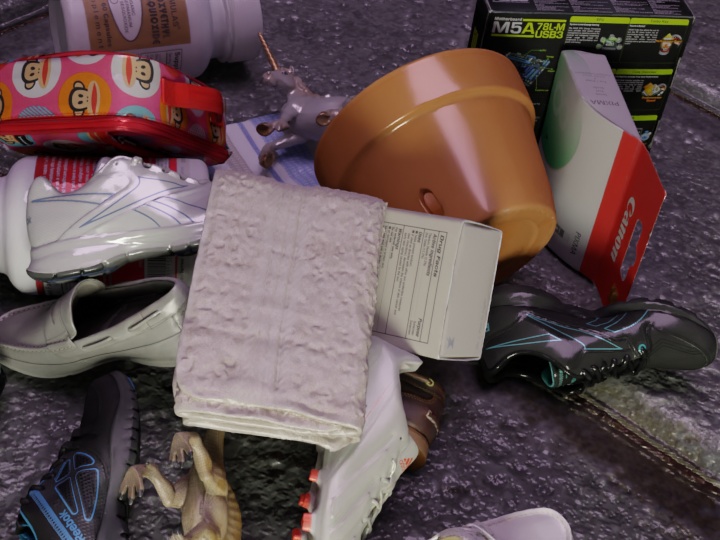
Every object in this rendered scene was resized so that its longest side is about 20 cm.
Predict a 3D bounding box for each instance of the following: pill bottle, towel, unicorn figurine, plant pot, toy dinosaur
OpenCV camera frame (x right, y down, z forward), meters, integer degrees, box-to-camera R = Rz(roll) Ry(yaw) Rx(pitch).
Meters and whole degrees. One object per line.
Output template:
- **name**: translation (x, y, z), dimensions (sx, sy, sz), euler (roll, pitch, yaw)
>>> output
- **pill bottle**: translation (-0.223, -0.036, 0.978), dimensions (0.197, 0.113, 0.113), euler (1, 42, -10)
- **towel**: translation (-0.083, -0.104, 1.145), dimensions (0.198, 0.024, 0.147), euler (-16, 47, -25)
- **unicorn figurine**: translation (-0.042, -0.147, 1.129), dimensions (0.198, 0.075, 0.137), euler (17, 33, 18)
- **plant pot**: translation (0.076, -0.068, 1.025), dimensions (0.198, 0.201, 0.141), euler (-14, 63, -24)
- **pill bottle**: translation (-0.205, -0.248, 1.214), dimensions (0.198, 0.115, 0.115), euler (-11, 45, -21)
- **towel**: translation (-0.053, 0.023, 0.823), dimensions (0.131, 0.035, 0.202), euler (10, 56, -4)
- **toy dinosaur**: translation (-0.106, 0.145, 0.801), dimensions (0.058, 0.101, 0.202), euler (-16, 60, 24)

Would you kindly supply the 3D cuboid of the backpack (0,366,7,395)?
- **backpack**: translation (-0.343, 0.065, 0.836), dimensions (0.166, 0.128, 0.199), euler (32, 43, 28)

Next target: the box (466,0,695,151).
- **box**: translation (0.192, -0.170, 1.139), dimensions (0.197, 0.195, 0.048), euler (-1, 41, -10)

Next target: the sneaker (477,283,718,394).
- **sneaker**: translation (0.189, 0.068, 0.980), dimensions (0.197, 0.076, 0.080), euler (5, 52, 8)

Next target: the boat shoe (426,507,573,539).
- **boat shoe**: translation (0.071, 0.203, 0.797), dimensions (0.199, 0.070, 0.071), euler (-22, 48, -31)

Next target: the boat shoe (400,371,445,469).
- **boat shoe**: translation (-0.033, 0.084, 0.909), dimensions (0.198, 0.071, 0.071), euler (22, 57, 0)

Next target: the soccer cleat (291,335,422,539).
- **soccer cleat**: translation (0.000, 0.139, 0.818), dimensions (0.077, 0.069, 0.202), euler (11, 67, -7)

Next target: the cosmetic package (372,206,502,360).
- **cosmetic package**: translation (0.000, 0.000, 0.930), dimensions (0.198, 0.105, 0.073), euler (12, 2, 31)

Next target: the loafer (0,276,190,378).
- **loafer**: translation (-0.199, 0.035, 0.893), dimensions (0.198, 0.070, 0.070), euler (-7, 42, 23)

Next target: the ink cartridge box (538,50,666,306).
- **ink cartridge box**: translation (0.198, -0.070, 1.053), dimensions (0.049, 0.162, 0.201), euler (3, 42, -7)

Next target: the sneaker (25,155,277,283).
- **sneaker**: translation (-0.156, -0.048, 0.899), dimensions (0.198, 0.074, 0.088), euler (-12, 86, -11)

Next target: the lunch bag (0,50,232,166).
- **lunch bag**: translation (-0.196, -0.132, 1.019), dimensions (0.174, 0.083, 0.200), euler (-1, -4, 18)

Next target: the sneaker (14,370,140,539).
- **sneaker**: translation (-0.190, 0.146, 0.811), dimensions (0.081, 0.074, 0.201), euler (2, 42, -8)
